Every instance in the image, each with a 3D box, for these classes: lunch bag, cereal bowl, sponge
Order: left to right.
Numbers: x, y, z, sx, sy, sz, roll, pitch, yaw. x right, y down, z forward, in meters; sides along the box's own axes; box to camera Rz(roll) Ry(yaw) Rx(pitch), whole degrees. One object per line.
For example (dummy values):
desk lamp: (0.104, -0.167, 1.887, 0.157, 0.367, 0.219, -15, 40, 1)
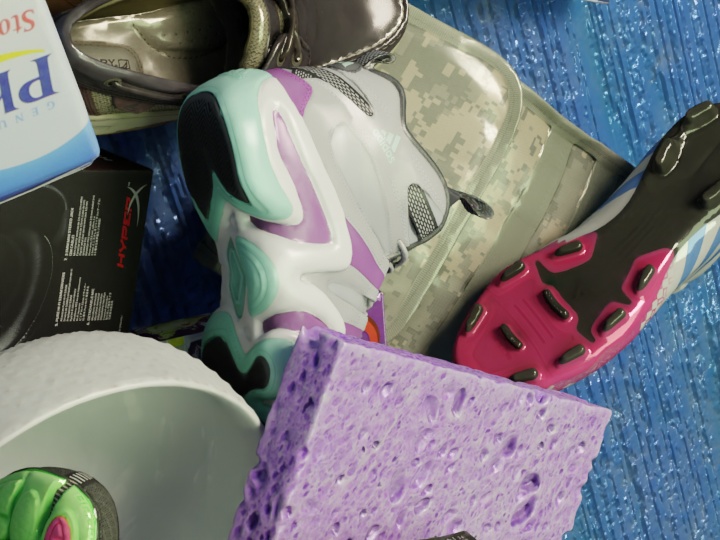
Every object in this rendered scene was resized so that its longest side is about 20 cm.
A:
cereal bowl: (-0.140, 0.105, 1.045, 0.200, 0.083, 0.200, -25, 138, -25)
lunch bag: (0.028, -0.031, 1.231, 0.200, 0.118, 0.164, 31, 88, -39)
sponge: (0.029, 0.096, 1.095, 0.200, 0.030, 0.112, 16, 94, -48)

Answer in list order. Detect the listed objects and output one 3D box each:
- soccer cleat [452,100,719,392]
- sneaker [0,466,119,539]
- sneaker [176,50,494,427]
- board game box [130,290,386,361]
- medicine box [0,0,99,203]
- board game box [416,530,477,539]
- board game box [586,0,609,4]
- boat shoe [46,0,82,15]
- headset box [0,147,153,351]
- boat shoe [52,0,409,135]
soccer cleat: (0.131, 0.002, 1.208, 0.200, 0.070, 0.086, -42, 156, -8)
sneaker: (-0.108, 0.134, 0.984, 0.084, 0.077, 0.200, -33, 151, -23)
sneaker: (0.000, 0.000, 1.094, 0.140, 0.078, 0.201, -16, 114, -29)
board game box: (-0.041, 0.112, 1.163, 0.120, 0.032, 0.201, -15, 112, -26)
medicine box: (-0.192, -0.141, 0.942, 0.103, 0.182, 0.200, -22, 120, -6)
board game box: (-0.038, 0.178, 1.018, 0.200, 0.028, 0.135, -3, 126, -49)
board game box: (0.085, -0.210, 1.240, 0.200, 0.034, 0.136, -4, 108, -61)
boat shoe: (-0.077, -0.160, 1.145, 0.200, 0.063, 0.073, -11, 137, -36)
headset box: (-0.200, 0.017, 1.071, 0.200, 0.077, 0.149, -1, 106, -40)
boat shoe: (-0.057, -0.104, 1.094, 0.200, 0.065, 0.072, -11, 85, -29)
